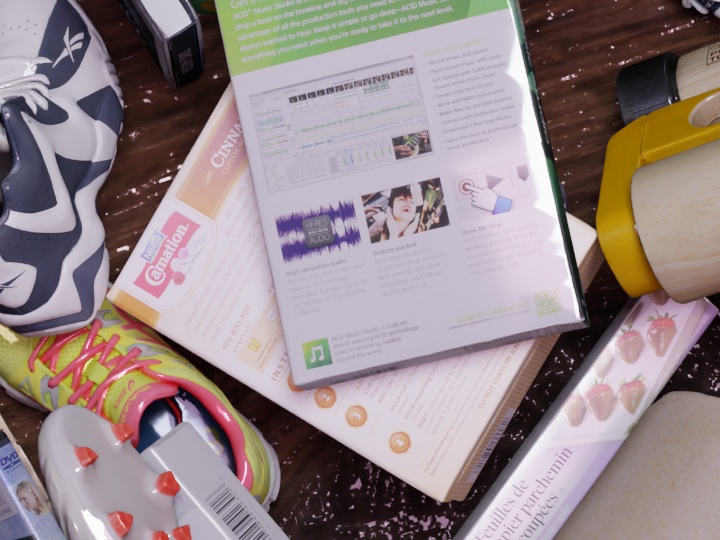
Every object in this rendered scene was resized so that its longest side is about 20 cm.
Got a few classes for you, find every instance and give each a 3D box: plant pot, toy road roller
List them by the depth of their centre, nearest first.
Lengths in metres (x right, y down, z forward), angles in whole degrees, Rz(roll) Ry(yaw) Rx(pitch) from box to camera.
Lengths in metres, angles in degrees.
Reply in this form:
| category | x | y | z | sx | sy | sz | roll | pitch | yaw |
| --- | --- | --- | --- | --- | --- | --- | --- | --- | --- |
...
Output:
| category | x | y | z | sx | sy | sz | roll | pitch | yaw |
| --- | --- | --- | --- | --- | --- | --- | --- | --- | --- |
| plant pot | 0.164 | 0.170 | 1.312 | 0.200 | 0.200 | 0.184 | 31 | 73 | -2 |
| toy road roller | 0.207 | -0.032 | 1.320 | 0.123 | 0.200 | 0.146 | -20 | 116 | 23 |

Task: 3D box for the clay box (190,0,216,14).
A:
| category | x | y | z | sx | sy | sz | roll | pitch | yaw |
| --- | --- | --- | --- | --- | --- | --- | --- | --- | --- |
| clay box | 0.002 | -0.172 | 1.347 | 0.200 | 0.115 | 0.048 | -8 | 86 | -6 |

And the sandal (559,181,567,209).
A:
| category | x | y | z | sx | sy | sz | roll | pitch | yaw |
| --- | --- | --- | --- | --- | --- | --- | --- | --- | --- |
| sandal | 0.010 | -0.020 | 1.378 | 0.200 | 0.045 | 0.075 | -17 | 82 | 9 |

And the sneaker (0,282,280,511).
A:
| category | x | y | z | sx | sy | sz | roll | pitch | yaw |
| --- | --- | --- | --- | --- | --- | --- | --- | --- | --- |
| sneaker | -0.122 | 0.056 | 1.334 | 0.200 | 0.090 | 0.078 | 35 | 86 | 0 |

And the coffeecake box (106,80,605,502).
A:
| category | x | y | z | sx | sy | sz | roll | pitch | yaw |
| --- | --- | --- | --- | --- | --- | --- | --- | --- | --- |
| coffeecake box | 0.000 | 0.000 | 1.317 | 0.200 | 0.073 | 0.154 | 31 | 92 | 11 |

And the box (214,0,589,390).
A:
| category | x | y | z | sx | sy | sz | roll | pitch | yaw |
| --- | --- | --- | --- | --- | --- | --- | --- | --- | --- |
| box | 0.019 | -0.055 | 1.265 | 0.144 | 0.036 | 0.200 | -13 | 83 | 8 |

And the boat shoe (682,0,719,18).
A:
| category | x | y | z | sx | sy | sz | roll | pitch | yaw |
| --- | --- | --- | --- | --- | --- | --- | --- | --- | --- |
| boat shoe | 0.194 | -0.166 | 1.381 | 0.200 | 0.074 | 0.067 | 12 | 82 | -4 |

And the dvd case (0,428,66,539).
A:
| category | x | y | z | sx | sy | sz | roll | pitch | yaw |
| --- | --- | --- | --- | --- | --- | --- | --- | --- | --- |
| dvd case | -0.157 | 0.182 | 1.226 | 0.018 | 0.143 | 0.200 | -31 | 93 | -42 |

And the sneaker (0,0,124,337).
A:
| category | x | y | z | sx | sy | sz | roll | pitch | yaw |
| --- | --- | --- | --- | --- | --- | --- | --- | --- | --- |
| sneaker | -0.179 | -0.078 | 1.293 | 0.079 | 0.130 | 0.199 | -6 | 65 | 18 |

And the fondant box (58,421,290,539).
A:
| category | x | y | z | sx | sy | sz | roll | pitch | yaw |
| --- | --- | --- | --- | --- | --- | --- | --- | --- | --- |
| fondant box | -0.115 | 0.193 | 1.289 | 0.200 | 0.058 | 0.144 | -42 | 88 | 19 |

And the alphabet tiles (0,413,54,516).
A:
| category | x | y | z | sx | sy | sz | roll | pitch | yaw |
| --- | --- | --- | --- | --- | --- | --- | --- | --- | --- |
| alphabet tiles | -0.231 | 0.159 | 1.352 | 0.166 | 0.006 | 0.200 | -30 | 89 | 0 |

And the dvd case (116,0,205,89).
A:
| category | x | y | z | sx | sy | sz | roll | pitch | yaw |
| --- | --- | --- | --- | --- | --- | --- | --- | --- | --- |
| dvd case | -0.125 | -0.167 | 1.293 | 0.025 | 0.200 | 0.150 | -32 | 89 | -4 |

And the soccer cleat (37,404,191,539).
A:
| category | x | y | z | sx | sy | sz | roll | pitch | yaw |
| --- | --- | --- | --- | --- | --- | --- | --- | --- | --- |
| soccer cleat | -0.103 | 0.158 | 1.216 | 0.078 | 0.069 | 0.200 | -30 | 92 | 29 |

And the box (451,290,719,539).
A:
| category | x | y | z | sx | sy | sz | roll | pitch | yaw |
| --- | --- | --- | --- | --- | --- | --- | --- | --- | --- |
| box | 0.112 | 0.088 | 1.375 | 0.039 | 0.041 | 0.200 | 37 | 83 | -1 |
